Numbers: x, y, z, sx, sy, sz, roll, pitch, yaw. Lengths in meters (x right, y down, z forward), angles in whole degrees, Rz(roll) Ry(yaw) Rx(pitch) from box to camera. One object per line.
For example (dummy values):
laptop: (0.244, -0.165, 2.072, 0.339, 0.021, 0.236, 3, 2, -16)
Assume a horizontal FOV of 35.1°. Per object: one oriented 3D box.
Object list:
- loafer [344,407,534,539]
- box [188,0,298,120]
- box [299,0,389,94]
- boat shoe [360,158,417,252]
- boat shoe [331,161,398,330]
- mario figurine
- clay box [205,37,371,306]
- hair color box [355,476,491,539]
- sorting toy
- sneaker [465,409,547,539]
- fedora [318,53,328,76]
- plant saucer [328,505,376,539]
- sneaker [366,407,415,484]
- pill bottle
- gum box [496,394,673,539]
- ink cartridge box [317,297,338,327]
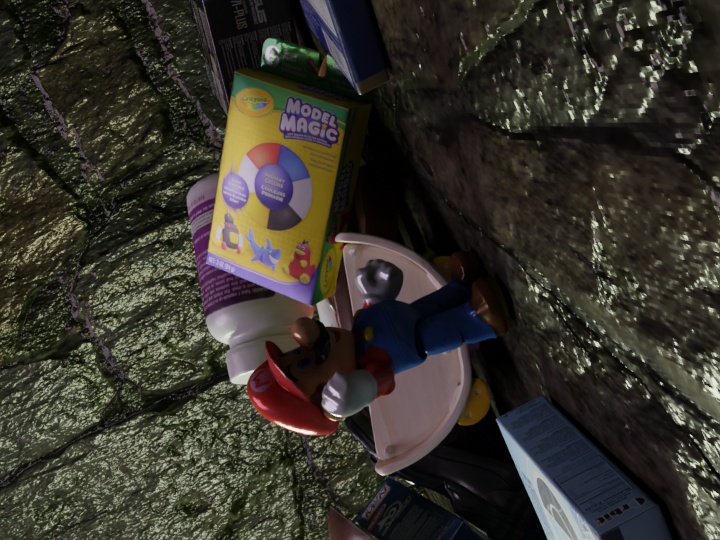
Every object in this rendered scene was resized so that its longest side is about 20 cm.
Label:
loafer: (0.077, 0.171, 1.048, 0.199, 0.073, 0.073, 29, 179, 19)
box: (-0.125, -0.267, 1.163, 0.164, 0.085, 0.202, -125, 21, -65)
box: (-0.036, -0.239, 0.826, 0.122, 0.032, 0.201, 59, 175, 45)
boat shoe: (0.003, -0.052, 1.172, 0.200, 0.066, 0.075, 60, 175, 47)
boat shoe: (0.000, 0.000, 1.074, 0.070, 0.070, 0.202, 20, -119, -43)
mario figurine: (0.005, 0.044, 0.833, 0.107, 0.198, 0.124, 62, 175, 8)
clay box: (-0.061, -0.085, 0.960, 0.048, 0.114, 0.202, -28, -46, -58)
hair color box: (0.077, 0.263, 1.075, 0.100, 0.061, 0.200, 40, 169, -15)
sorting toy: (0.057, 0.056, 1.005, 0.180, 0.106, 0.203, -23, -77, -81)
sneaker: (0.135, 0.199, 1.108, 0.201, 0.070, 0.078, 59, -162, 0)
fedora: (-0.067, -0.107, 1.057, 0.201, 0.081, 0.203, -171, 90, -79)
plant saucer: (0.043, 0.293, 1.062, 0.199, 0.035, 0.200, 37, 171, 7)
sneaker: (0.044, 0.118, 1.148, 0.087, 0.073, 0.203, 5, -92, -56)
pill bottle: (-0.107, 0.007, 1.146, 0.112, 0.111, 0.202, 82, 177, -75)
gum box: (0.169, 0.196, 0.769, 0.200, 0.044, 0.171, -129, 14, -74)
ink cartridge box: (-0.034, 0.035, 1.215, 0.201, 0.050, 0.163, 58, -167, -49)
